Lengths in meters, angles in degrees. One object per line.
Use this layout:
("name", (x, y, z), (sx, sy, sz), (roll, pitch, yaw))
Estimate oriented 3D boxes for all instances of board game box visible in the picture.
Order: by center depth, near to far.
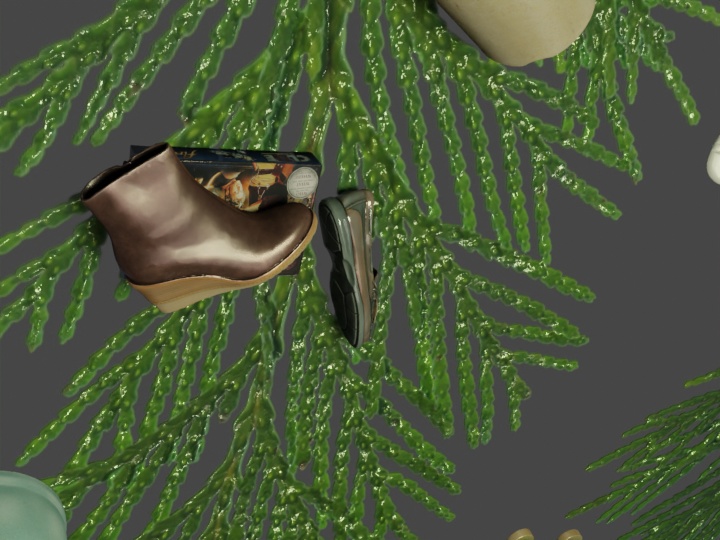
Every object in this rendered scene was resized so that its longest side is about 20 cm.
("board game box", (-0.146, -0.058, 0.966), (0.197, 0.035, 0.137), (-2, 121, -28))

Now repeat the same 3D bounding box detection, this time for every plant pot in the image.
("plant pot", (0.136, -0.301, 0.880), (0.200, 0.201, 0.183), (-44, 143, 4))
("plant pot", (-0.415, 0.344, 1.017), (0.198, 0.134, 0.203), (-15, 127, -20))

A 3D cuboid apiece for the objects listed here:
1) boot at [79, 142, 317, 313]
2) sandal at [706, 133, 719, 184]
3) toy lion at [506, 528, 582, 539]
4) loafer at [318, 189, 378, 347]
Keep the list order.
("boot", (-0.149, -0.054, 0.894), (0.198, 0.073, 0.168), (-27, 132, -6))
("sandal", (0.551, -0.197, 1.255), (0.203, 0.082, 0.050), (-51, 173, 8))
("toy lion", (0.303, 0.538, 1.607), (0.198, 0.069, 0.193), (12, 121, -34))
("loafer", (0.000, 0.000, 1.068), (0.062, 0.072, 0.202), (-24, 127, -21))
